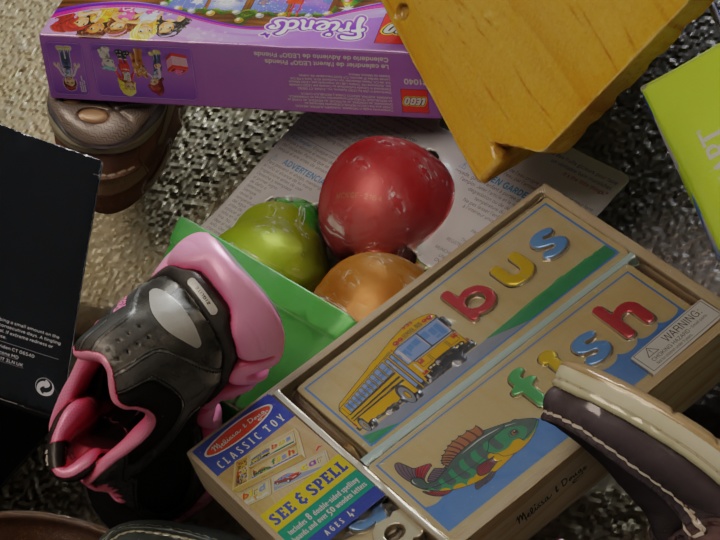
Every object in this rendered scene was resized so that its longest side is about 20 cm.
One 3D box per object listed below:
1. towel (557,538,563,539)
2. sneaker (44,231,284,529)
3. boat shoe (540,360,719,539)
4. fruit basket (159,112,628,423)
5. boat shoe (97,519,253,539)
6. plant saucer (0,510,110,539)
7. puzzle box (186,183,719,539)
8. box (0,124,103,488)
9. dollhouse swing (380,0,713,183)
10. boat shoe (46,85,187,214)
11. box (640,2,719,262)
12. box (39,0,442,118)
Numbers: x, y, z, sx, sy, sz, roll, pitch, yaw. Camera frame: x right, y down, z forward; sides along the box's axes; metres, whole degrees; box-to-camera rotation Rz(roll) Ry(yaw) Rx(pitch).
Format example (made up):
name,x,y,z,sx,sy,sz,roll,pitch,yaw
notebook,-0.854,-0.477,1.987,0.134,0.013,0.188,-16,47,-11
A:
name,x,y,z,sx,sy,sz,roll,pitch,yaw
towel,0.020,0.179,0.875,0.199,0.147,0.030,-19,40,19
sneaker,-0.102,0.065,0.974,0.079,0.200,0.095,44,56,14
boat shoe,0.142,0.111,0.847,0.200,0.072,0.065,38,89,-1
fruit basket,0.000,0.000,1.063,0.185,0.094,0.200,28,65,40
boat shoe,-0.035,0.148,0.955,0.199,0.062,0.073,24,65,25
plant saucer,-0.152,0.204,0.989,0.199,0.037,0.202,2,63,-3
puzzle box,0.043,0.053,0.927,0.200,0.026,0.133,-37,42,-16
box,-0.201,0.041,1.084,0.200,0.078,0.142,-45,31,48
dollhouse swing,0.136,-0.158,1.030,0.200,0.175,0.183,-46,58,34
boat shoe,-0.122,-0.103,1.202,0.075,0.072,0.201,7,37,8
box,0.175,0.001,0.920,0.047,0.122,0.201,-27,49,11
box,-0.042,-0.131,1.132,0.198,0.039,0.137,4,37,14
